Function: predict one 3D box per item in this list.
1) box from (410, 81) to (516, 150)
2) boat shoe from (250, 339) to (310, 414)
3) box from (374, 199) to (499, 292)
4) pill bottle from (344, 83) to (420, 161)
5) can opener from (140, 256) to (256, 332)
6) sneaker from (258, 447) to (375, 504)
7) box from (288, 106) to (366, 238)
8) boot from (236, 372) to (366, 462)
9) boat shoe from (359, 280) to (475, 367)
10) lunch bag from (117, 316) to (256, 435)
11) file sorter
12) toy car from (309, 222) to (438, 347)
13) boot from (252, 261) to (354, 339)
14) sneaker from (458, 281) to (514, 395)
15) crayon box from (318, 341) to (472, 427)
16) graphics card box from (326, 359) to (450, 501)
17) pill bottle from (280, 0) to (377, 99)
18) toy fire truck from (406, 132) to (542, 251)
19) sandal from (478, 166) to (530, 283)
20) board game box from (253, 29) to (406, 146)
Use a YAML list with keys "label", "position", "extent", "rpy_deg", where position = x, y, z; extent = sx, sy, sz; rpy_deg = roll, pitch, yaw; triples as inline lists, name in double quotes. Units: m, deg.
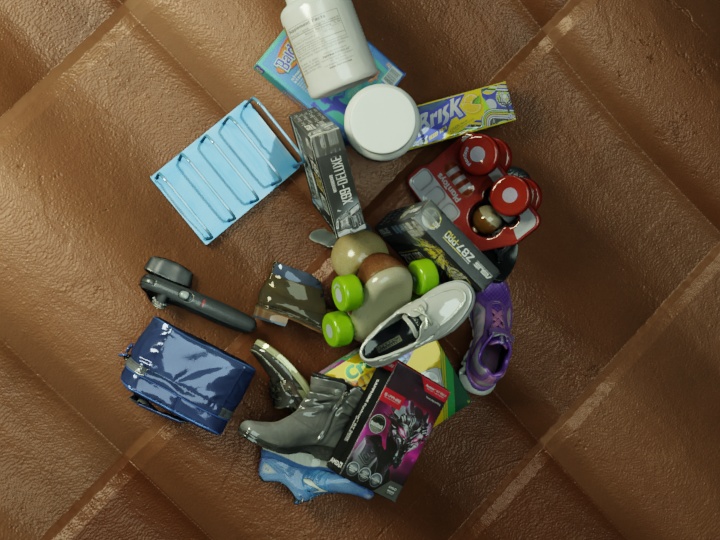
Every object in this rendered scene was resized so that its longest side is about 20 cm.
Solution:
- label: "box"
  position: [0.150, -0.253, 1.763]
  extent: [0.199, 0.064, 0.070]
  rpy_deg: [-17, 94, -12]
- label: "boat shoe"
  position: [-0.112, 0.197, 1.703]
  extent: [0.065, 0.073, 0.200]
  rpy_deg: [-43, 100, -14]
- label: "box"
  position: [0.118, -0.033, 1.688]
  extent: [0.049, 0.200, 0.161]
  rpy_deg: [-45, 101, -14]
- label: "pill bottle"
  position: [0.033, -0.222, 1.613]
  extent: [0.113, 0.200, 0.115]
  rpy_deg: [0, 95, 0]
- label: "can opener"
  position: [-0.254, 0.049, 1.673]
  extent: [0.199, 0.063, 0.079]
  rpy_deg: [28, 84, -12]
- label: "sneaker"
  position: [-0.072, 0.336, 1.722]
  extent: [0.199, 0.079, 0.090]
  rpy_deg: [19, 98, -7]
- label: "box"
  position: [-0.052, -0.154, 1.629]
  extent: [0.050, 0.200, 0.158]
  rpy_deg: [-18, 111, -7]
- label: "boot"
  position: [-0.089, 0.217, 1.653]
  extent: [0.199, 0.070, 0.132]
  rpy_deg: [16, 93, -33]
- label: "boat shoe"
  position: [0.083, 0.079, 1.604]
  extent: [0.199, 0.066, 0.072]
  rpy_deg: [-29, 81, 7]
- label: "lunch bag"
  position: [-0.276, 0.164, 1.632]
  extent: [0.199, 0.136, 0.133]
  rpy_deg: [28, 84, -11]
- label: "file sorter"
  position: [-0.204, -0.157, 1.653]
  extent: [0.200, 0.123, 0.139]
  rpy_deg: [-41, 98, -9]
- label: "toy car"
  position: [0.000, 0.000, 1.688]
  extent: [0.164, 0.158, 0.200]
  rpy_deg: [-11, 49, -26]
- label: "boot"
  position: [-0.066, 0.051, 1.712]
  extent: [0.199, 0.075, 0.097]
  rpy_deg: [13, 91, -11]
- label: "sneaker"
  position: [0.221, 0.104, 1.761]
  extent: [0.080, 0.088, 0.201]
  rpy_deg: [13, 73, -10]
- label: "crayon box"
  position: [0.054, 0.194, 1.749]
  extent: [0.199, 0.058, 0.173]
  rpy_deg: [-32, 97, -11]
- label: "graphics card box"
  position: [0.045, 0.248, 1.674]
  extent: [0.125, 0.051, 0.201]
  rpy_deg: [33, 82, -32]
- label: "pill bottle"
  position: [-0.059, -0.376, 1.640]
  extent: [0.114, 0.114, 0.201]
  rpy_deg: [-22, 95, -12]
- label: "toy fire truck"
  position: [0.191, -0.119, 1.735]
  extent: [0.168, 0.112, 0.200]
  rpy_deg: [-39, 80, 18]
- label: "sandal"
  position: [0.236, -0.080, 1.783]
  extent: [0.076, 0.043, 0.201]
  rpy_deg: [12, 81, 1]
- label: "board game box"
  position: [-0.050, -0.324, 1.725]
  extent: [0.200, 0.045, 0.152]
  rpy_deg: [40, 83, -11]
